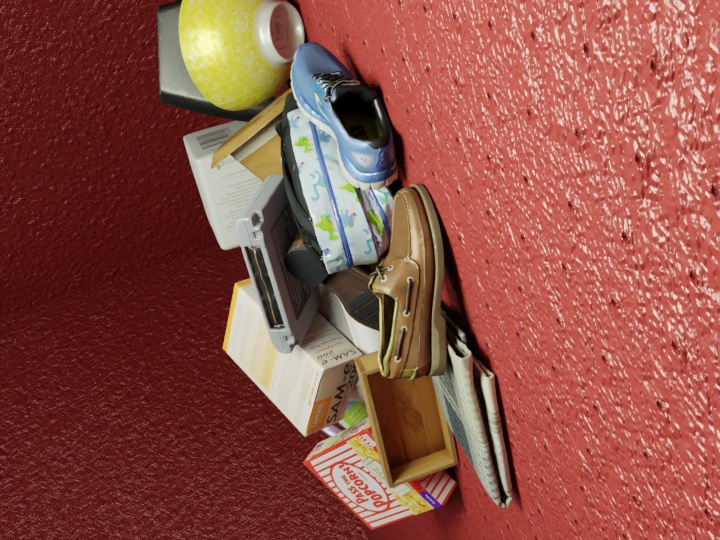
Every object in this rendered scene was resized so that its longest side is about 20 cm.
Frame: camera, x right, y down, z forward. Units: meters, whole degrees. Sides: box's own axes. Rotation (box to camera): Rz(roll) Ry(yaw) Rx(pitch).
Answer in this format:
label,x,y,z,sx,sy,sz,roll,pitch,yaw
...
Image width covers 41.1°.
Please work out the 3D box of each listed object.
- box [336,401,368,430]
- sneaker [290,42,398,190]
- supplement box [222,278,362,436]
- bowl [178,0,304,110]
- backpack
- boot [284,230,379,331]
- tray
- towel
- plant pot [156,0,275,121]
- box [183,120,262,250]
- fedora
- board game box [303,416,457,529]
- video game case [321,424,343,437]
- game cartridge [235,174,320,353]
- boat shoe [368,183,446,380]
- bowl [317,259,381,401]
label,x,y,z,sx,sy,sz,roll,pitch,yaw
box,-0.042,0.162,1.508,0.200,0.113,0.101,43,170,1
sneaker,-0.014,-0.186,1.049,0.200,0.078,0.089,57,158,27
supplement box,-0.097,0.111,1.321,0.200,0.073,0.126,42,132,31
bowl,-0.142,-0.324,1.322,0.108,0.200,0.200,1,117,34
backpack,-0.027,-0.092,1.130,0.163,0.154,0.200,84,-174,-45
boot,0.000,0.000,1.232,0.200,0.075,0.097,36,-140,-20
tray,0.061,0.182,1.226,0.037,0.099,0.200,-120,14,-55
towel,0.113,0.130,1.058,0.193,0.035,0.200,-121,12,-64
plant pot,-0.233,-0.341,1.526,0.200,0.177,0.200,-154,64,-77
box,-0.186,-0.165,1.686,0.199,0.200,0.172,-130,25,-65
fedora,-0.104,-0.178,1.266,0.082,0.201,0.201,51,175,-12
board game box,0.024,0.292,1.389,0.152,0.046,0.200,45,143,-5
video game case,0.024,0.294,1.495,0.200,0.019,0.143,30,169,15
game cartridge,-0.100,-0.012,1.220,0.133,0.041,0.200,-72,-27,-56
boat shoe,0.045,0.012,0.976,0.072,0.068,0.200,164,101,-77
bowl,-0.022,0.094,1.343,0.200,0.075,0.200,-15,94,51
